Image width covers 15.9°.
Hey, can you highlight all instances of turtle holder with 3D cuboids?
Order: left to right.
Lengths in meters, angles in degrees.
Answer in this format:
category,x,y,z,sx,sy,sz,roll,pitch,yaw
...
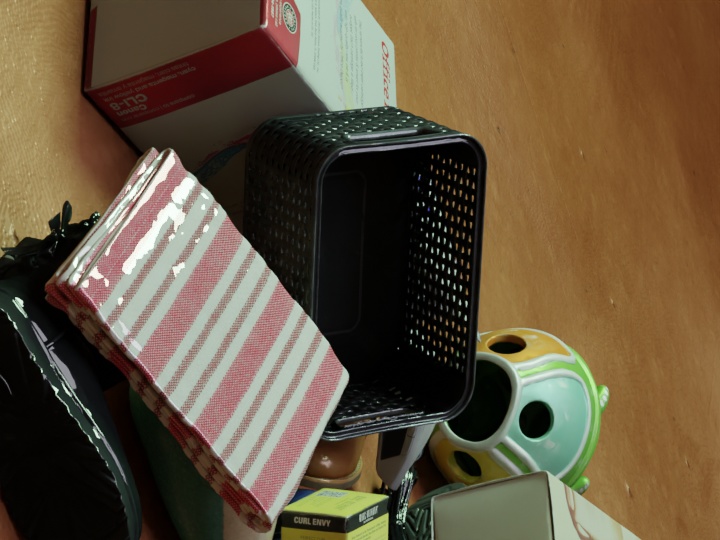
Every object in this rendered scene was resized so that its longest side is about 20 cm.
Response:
category,x,y,z,sx,sy,sz,roll,pitch,yaw
turtle holder,0.107,0.132,2.099,0.141,0.186,0.132,45,8,27

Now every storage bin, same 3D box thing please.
category,x,y,z,sx,sy,sz,roll,pitch,yaw
storage bin,0.000,0.000,1.725,0.135,0.094,0.201,-8,108,-32

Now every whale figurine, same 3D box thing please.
category,x,y,z,sx,sy,sz,roll,pitch,yaw
whale figurine,-0.098,0.120,1.633,0.159,0.103,0.201,-29,124,-87

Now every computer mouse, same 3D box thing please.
category,x,y,z,sx,sy,sz,roll,pitch,yaw
computer mouse,0.035,0.123,1.903,0.110,0.044,0.201,-77,173,-55

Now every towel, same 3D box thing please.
category,x,y,z,sx,sy,sz,roll,pitch,yaw
towel,-0.091,0.040,1.528,0.200,0.030,0.146,52,39,-18

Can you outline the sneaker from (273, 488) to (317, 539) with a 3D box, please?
category,x,y,z,sx,sy,sz,roll,pitch,yaw
sneaker,-0.015,0.244,1.766,0.200,0.070,0.078,58,35,-28

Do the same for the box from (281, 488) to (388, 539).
category,x,y,z,sx,sy,sz,roll,pitch,yaw
box,-0.018,0.247,1.669,0.075,0.050,0.201,-18,110,-67

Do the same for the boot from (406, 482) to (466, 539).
category,x,y,z,sx,sy,sz,roll,pitch,yaw
boot,0.089,0.287,1.984,0.200,0.065,0.165,58,32,-25

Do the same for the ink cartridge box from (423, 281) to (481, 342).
category,x,y,z,sx,sy,sz,roll,pitch,yaw
ink cartridge box,0.022,-0.063,1.961,0.200,0.043,0.199,56,15,-49

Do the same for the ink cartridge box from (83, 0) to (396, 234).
category,x,y,z,sx,sy,sz,roll,pitch,yaw
ink cartridge box,-0.078,-0.141,1.805,0.200,0.144,0.146,49,31,-45

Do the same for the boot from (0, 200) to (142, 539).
category,x,y,z,sx,sy,sz,roll,pitch,yaw
boot,-0.162,0.068,1.514,0.199,0.073,0.162,63,24,-7

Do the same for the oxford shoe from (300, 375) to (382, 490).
category,x,y,z,sx,sy,sz,roll,pitch,yaw
oxford shoe,-0.023,0.097,1.824,0.200,0.071,0.072,-68,173,-69

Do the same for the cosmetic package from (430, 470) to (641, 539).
category,x,y,z,sx,sy,sz,roll,pitch,yaw
cosmetic package,0.140,0.227,1.938,0.200,0.103,0.088,39,43,-55
